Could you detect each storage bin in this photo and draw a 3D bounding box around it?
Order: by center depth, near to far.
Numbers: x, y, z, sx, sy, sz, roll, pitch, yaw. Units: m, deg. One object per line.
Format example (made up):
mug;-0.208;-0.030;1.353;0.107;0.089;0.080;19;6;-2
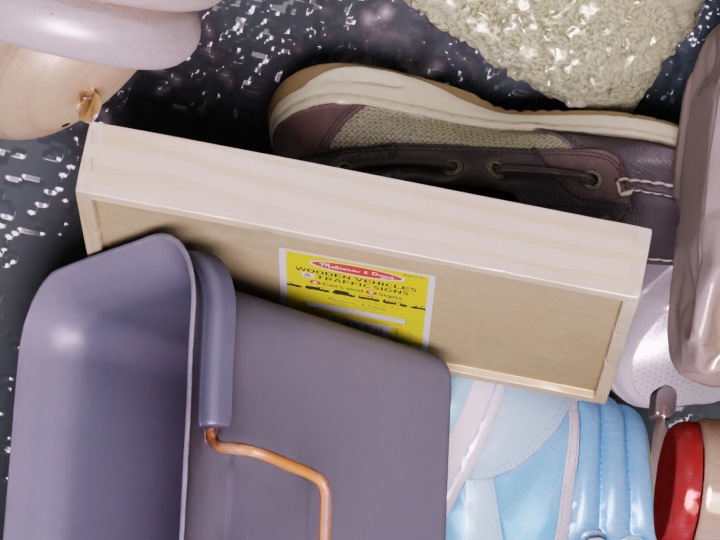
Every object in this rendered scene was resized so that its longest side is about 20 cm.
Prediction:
storage bin;-0.037;0.099;1.043;0.134;0.145;0.201;11;73;-34

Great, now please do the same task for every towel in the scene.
towel;0.059;-0.151;1.058;0.199;0.037;0.149;33;106;-23

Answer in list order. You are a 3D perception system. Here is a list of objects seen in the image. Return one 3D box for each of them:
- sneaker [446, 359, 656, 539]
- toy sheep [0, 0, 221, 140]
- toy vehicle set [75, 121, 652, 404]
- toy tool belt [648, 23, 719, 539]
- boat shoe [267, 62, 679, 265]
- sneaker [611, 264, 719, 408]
sneaker;0.052;0.130;1.157;0.130;0.080;0.201;20;102;-19
toy sheep;-0.097;-0.140;0.986;0.137;0.138;0.201;11;106;-15
toy vehicle set;0.000;0.000;1.051;0.199;0.124;0.027;11;70;2
toy tool belt;0.174;0.006;1.024;0.122;0.125;0.201;7;82;-3
boat shoe;0.060;-0.023;1.092;0.200;0.066;0.072;12;146;-11
sneaker;0.191;0.017;1.119;0.199;0.116;0.074;-24;119;3
